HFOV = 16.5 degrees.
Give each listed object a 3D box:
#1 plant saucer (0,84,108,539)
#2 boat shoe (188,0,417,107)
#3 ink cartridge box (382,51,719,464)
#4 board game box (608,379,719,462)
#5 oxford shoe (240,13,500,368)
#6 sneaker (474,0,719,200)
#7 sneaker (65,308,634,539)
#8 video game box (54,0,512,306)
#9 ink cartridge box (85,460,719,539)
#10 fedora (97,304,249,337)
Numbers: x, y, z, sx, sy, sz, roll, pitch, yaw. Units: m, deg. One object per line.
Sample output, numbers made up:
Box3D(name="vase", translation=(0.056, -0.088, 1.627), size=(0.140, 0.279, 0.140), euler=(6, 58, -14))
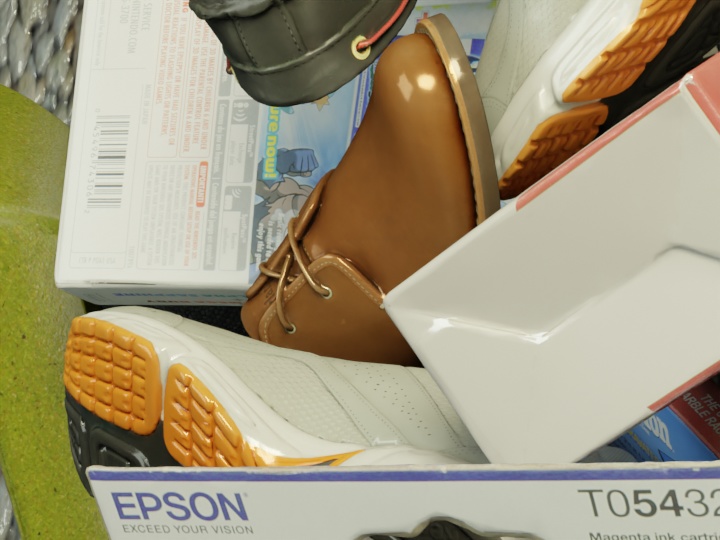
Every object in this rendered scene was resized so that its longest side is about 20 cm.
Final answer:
Box3D(name="plant saucer", translation=(-0.135, 0.026, 1.095), size=(0.200, 0.048, 0.200), euler=(-102, 0, -69))
Box3D(name="boat shoe", translation=(-0.004, -0.118, 0.820), size=(0.074, 0.063, 0.201), euler=(-12, 25, 24))
Box3D(name="ink cartridge box", translation=(0.109, -0.025, 0.683), size=(0.116, 0.200, 0.068), euler=(-37, 87, 38))
Box3D(name="board game box", translation=(0.110, 0.084, 0.722), size=(0.200, 0.019, 0.103), euler=(-129, 22, -54))
Box3D(name="oxford shoe", translation=(0.000, 0.000, 0.796), size=(0.200, 0.071, 0.071), euler=(102, 154, -49))
Box3D(name="sneaker", translation=(0.073, -0.109, 0.758), size=(0.092, 0.076, 0.200), euler=(51, 133, 25))
Box3D(name="sneaker", translation=(-0.005, 0.058, 0.759), size=(0.200, 0.092, 0.076), euler=(24, 121, 36))
Box3D(name="video game box", translation=(-0.014, -0.086, 0.921), size=(0.182, 0.047, 0.200), euler=(1, 78, 21))
Box3D(name="ink cartridge box", translation=(0.046, 0.124, 0.648), size=(0.196, 0.043, 0.200), euler=(-2, 117, 25))
Box3D(name="fedora", translation=(-0.056, -0.028, 1.019), size=(0.201, 0.092, 0.201), euler=(-27, 59, 58))
